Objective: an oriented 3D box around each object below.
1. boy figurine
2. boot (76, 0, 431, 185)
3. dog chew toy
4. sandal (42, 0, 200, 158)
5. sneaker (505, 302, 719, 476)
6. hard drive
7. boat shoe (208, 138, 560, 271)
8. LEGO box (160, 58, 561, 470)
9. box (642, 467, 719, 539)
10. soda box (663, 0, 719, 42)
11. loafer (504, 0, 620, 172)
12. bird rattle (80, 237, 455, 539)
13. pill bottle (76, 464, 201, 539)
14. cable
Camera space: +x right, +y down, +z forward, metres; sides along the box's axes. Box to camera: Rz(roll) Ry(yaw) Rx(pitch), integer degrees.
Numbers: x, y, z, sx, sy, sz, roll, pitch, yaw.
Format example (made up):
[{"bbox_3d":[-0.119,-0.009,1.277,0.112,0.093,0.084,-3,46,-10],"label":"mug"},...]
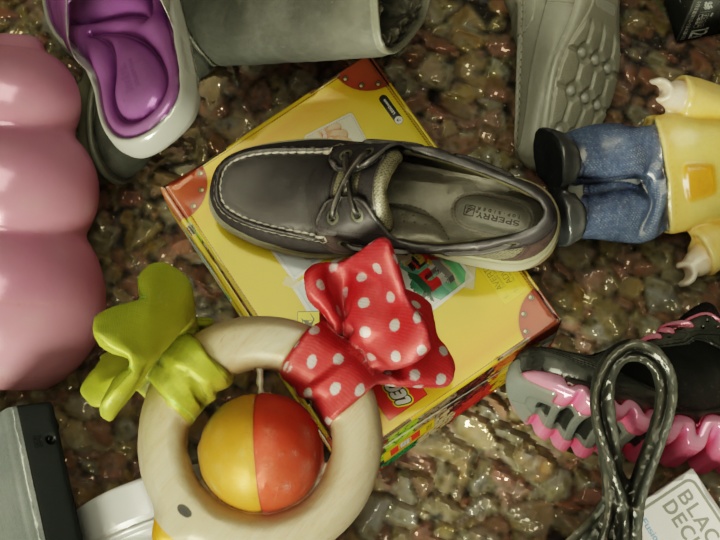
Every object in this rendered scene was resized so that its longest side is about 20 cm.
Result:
[{"bbox_3d":[0.203,-0.053,0.963,0.198,0.064,0.125,-5,97,-11],"label":"boy figurine"},{"bbox_3d":[-0.062,-0.131,0.959,0.199,0.073,0.183,8,75,29],"label":"boot"},{"bbox_3d":[-0.204,-0.034,0.937,0.123,0.125,0.202,4,90,3],"label":"dog chew toy"},{"bbox_3d":[-0.143,-0.148,0.941,0.082,0.050,0.203,-38,49,5],"label":"sandal"},{"bbox_3d":[0.177,0.062,0.932,0.198,0.079,0.096,13,67,-15],"label":"sneaker"},{"bbox_3d":[-0.186,0.189,0.891,0.033,0.139,0.201,-4,71,-38],"label":"hard drive"},{"bbox_3d":[0.013,-0.041,0.894,0.198,0.065,0.073,10,77,5],"label":"boat shoe"},{"bbox_3d":[0.000,0.000,0.958,0.148,0.077,0.201,-33,77,-6],"label":"LEGO box"},{"bbox_3d":[0.132,0.212,0.907,0.199,0.060,0.117,-31,76,-6],"label":"box"},{"bbox_3d":[0.219,-0.207,0.941,0.063,0.200,0.071,-12,75,-3],"label":"soda box"},{"bbox_3d":[0.123,-0.156,1.008,0.069,0.070,0.202,4,77,41],"label":"loafer"},{"bbox_3d":[-0.048,0.072,0.864,0.198,0.113,0.165,0,80,-11],"label":"bird rattle"},{"bbox_3d":[-0.088,0.214,0.887,0.112,0.113,0.201,-20,75,-3],"label":"pill bottle"},{"bbox_3d":[0.133,0.140,0.850,0.097,0.050,0.201,23,95,6],"label":"cable"}]
